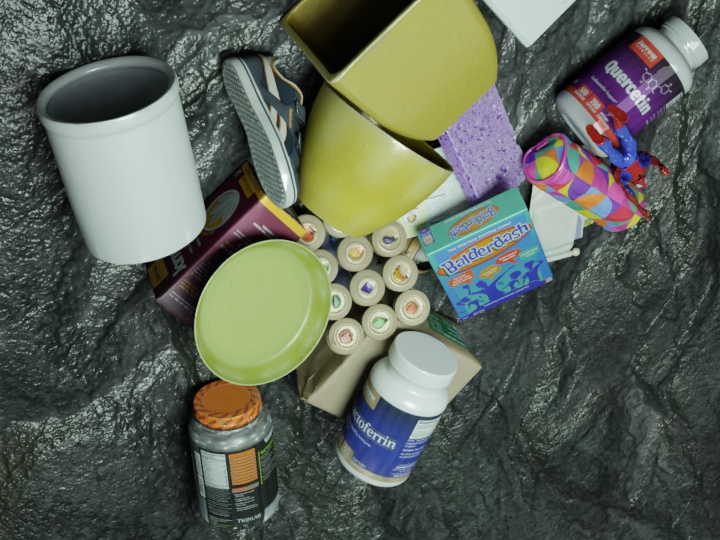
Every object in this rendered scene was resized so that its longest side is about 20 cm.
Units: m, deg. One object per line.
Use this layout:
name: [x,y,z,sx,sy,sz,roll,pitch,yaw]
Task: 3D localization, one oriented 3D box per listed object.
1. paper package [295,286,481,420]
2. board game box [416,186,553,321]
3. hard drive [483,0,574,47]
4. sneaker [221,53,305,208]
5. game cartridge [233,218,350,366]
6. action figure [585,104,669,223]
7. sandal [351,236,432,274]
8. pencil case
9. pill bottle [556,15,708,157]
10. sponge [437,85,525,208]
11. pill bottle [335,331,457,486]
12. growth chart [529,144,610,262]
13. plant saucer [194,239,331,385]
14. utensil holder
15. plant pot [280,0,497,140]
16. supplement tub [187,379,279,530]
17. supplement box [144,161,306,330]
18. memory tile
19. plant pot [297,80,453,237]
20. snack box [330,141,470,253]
paper package: [0.038,0.134,1.852,0.200,0.104,0.191,29,113,-31]
board game box: [0.179,-0.019,1.793,0.152,0.045,0.200,-25,145,6]
hard drive: [0.203,-0.403,1.661,0.132,0.026,0.200,-45,123,8]
sneaker: [-0.102,-0.180,1.598,0.079,0.078,0.201,-18,85,-28]
game cartridge: [-0.092,0.040,1.740,0.200,0.038,0.130,-51,128,-31]
action figure: [0.370,-0.138,1.713,0.065,0.099,0.200,-41,152,7]
sandal: [0.085,-0.022,1.817,0.199,0.055,0.082,-5,120,-11]
pencil case: [0.318,-0.123,1.807,0.200,0.088,0.088,26,107,-40]
pill bottle: [0.375,-0.256,1.758,0.200,0.113,0.112,-40,124,5]
sponge: [0.162,-0.178,1.745,0.112,0.030,0.200,-48,129,-26]
pill bottle: [0.052,0.190,1.758,0.115,0.116,0.200,11,121,-25]
growth chart: [0.296,-0.094,1.870,0.144,0.018,0.201,-8,122,-27]
plant saucer: [-0.129,0.051,1.643,0.199,0.031,0.201,-15,118,-30]
utensil holder: [-0.283,-0.133,1.552,0.169,0.170,0.201,-18,126,-10]
plant pot: [0.056,-0.277,1.587,0.195,0.194,0.200,-42,129,6]
supplement tub: [-0.184,0.264,1.845,0.122,0.123,0.201,-11,121,-14]
supplement box: [-0.180,-0.030,1.682,0.200,0.110,0.086,-44,123,7]
memory tile: [0.000,0.000,1.720,0.153,0.017,0.201,-22,97,-10]
plant pot: [-0.002,-0.127,1.630,0.200,0.200,0.142,28,104,-31]
snack box: [0.049,-0.101,1.759,0.199,0.037,0.117,-15,110,-12]
